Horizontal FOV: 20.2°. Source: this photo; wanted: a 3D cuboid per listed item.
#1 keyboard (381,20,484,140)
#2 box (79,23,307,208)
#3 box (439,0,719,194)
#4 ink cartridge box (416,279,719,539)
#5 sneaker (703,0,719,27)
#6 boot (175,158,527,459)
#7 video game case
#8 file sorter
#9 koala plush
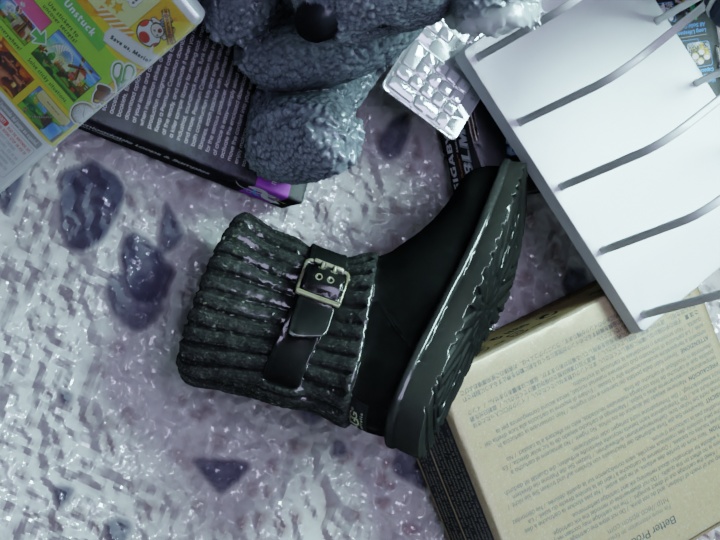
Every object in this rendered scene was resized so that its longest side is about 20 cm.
[{"bbox_3d":[0.083,-0.175,1.231,0.056,0.011,0.201,37,72,-17],"label":"keyboard"},{"bbox_3d":[-0.107,-0.137,1.172,0.199,0.036,0.144,22,75,-24],"label":"box"},{"bbox_3d":[0.134,-0.154,1.283,0.198,0.050,0.200,-12,92,-25],"label":"box"},{"bbox_3d":[0.138,0.103,1.246,0.199,0.075,0.166,-24,96,-27],"label":"ink cartridge box"},{"bbox_3d":[0.271,-0.195,1.138,0.129,0.080,0.200,22,50,-8],"label":"sneaker"},{"bbox_3d":[0.000,-0.001,1.168,0.157,0.080,0.212,19,54,15],"label":"boot"},{"bbox_3d":[-0.213,-0.154,1.072,0.182,0.023,0.200,-38,104,15],"label":"video game case"},{"bbox_3d":[0.184,-0.092,1.189,0.138,0.124,0.201,-36,95,-26],"label":"file sorter"},{"bbox_3d":[-0.001,-0.172,1.098,0.178,0.200,0.184,49,66,-13],"label":"koala plush"}]
